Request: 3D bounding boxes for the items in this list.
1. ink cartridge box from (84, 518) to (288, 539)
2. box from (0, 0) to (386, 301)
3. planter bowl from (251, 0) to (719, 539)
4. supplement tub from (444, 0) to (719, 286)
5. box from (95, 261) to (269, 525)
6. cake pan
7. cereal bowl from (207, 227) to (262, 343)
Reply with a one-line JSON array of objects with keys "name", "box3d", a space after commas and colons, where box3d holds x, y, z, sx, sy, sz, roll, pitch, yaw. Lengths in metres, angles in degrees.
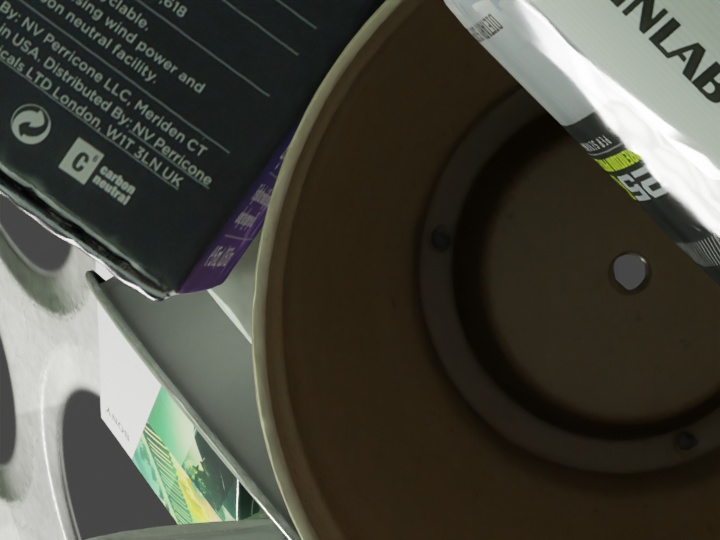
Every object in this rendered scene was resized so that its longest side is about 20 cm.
[{"name": "ink cartridge box", "box3d": [-0.052, 0.198, 0.908, 0.200, 0.085, 0.148, 78, -172, -69]}, {"name": "box", "box3d": [-0.027, -0.103, 0.584, 0.104, 0.201, 0.148, 36, -178, 0]}, {"name": "planter bowl", "box3d": [0.074, 0.007, 0.561, 0.135, 0.198, 0.202, -97, -9, -84]}, {"name": "supplement tub", "box3d": [0.121, -0.030, 0.430, 0.200, 0.123, 0.122, 45, 154, -5]}, {"name": "box", "box3d": [-0.076, 0.029, 1.025, 0.144, 0.036, 0.201, 47, 146, 42]}, {"name": "cake pan", "box3d": [-0.027, 0.067, 0.856, 0.201, 0.037, 0.200, 50, 178, 3]}, {"name": "cereal bowl", "box3d": [0.000, 0.000, 0.755, 0.200, 0.083, 0.200, 50, 180, 1]}]
